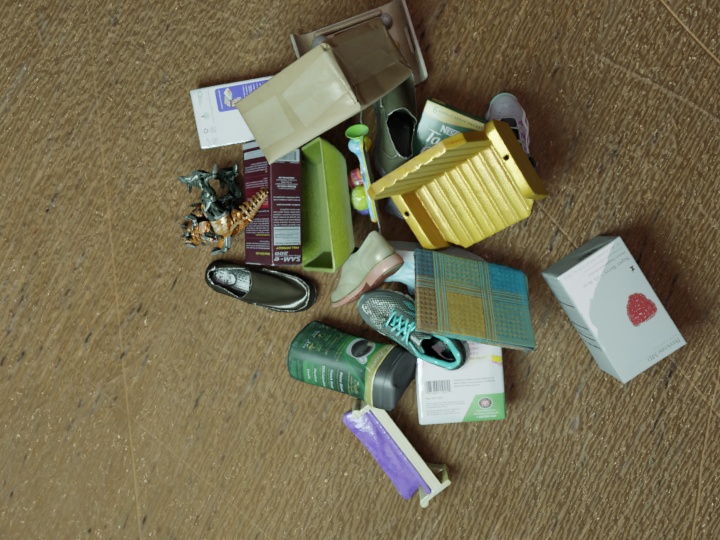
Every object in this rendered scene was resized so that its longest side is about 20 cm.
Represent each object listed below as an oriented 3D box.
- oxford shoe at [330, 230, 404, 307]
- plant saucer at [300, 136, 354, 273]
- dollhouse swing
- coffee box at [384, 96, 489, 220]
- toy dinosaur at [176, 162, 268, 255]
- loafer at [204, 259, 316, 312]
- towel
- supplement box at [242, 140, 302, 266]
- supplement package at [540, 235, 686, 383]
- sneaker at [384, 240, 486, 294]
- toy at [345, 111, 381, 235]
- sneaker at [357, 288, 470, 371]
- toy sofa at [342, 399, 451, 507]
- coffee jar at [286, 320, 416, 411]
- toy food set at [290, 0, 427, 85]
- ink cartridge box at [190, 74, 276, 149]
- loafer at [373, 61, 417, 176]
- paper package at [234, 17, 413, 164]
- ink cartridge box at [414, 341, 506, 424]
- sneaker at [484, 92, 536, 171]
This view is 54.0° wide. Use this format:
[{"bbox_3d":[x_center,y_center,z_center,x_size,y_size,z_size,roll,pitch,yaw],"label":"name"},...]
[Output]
[{"bbox_3d":[0.000,0.000,1.147,0.070,0.200,0.074,-24,80,-39],"label":"oxford shoe"},{"bbox_3d":[-0.059,-0.101,1.133,0.047,0.199,0.202,-7,93,-18],"label":"plant saucer"},{"bbox_3d":[0.140,-0.105,1.038,0.199,0.176,0.183,-28,101,31],"label":"dollhouse swing"},{"bbox_3d":[0.127,-0.167,1.157,0.122,0.044,0.201,24,112,1],"label":"coffee box"},{"bbox_3d":[-0.227,-0.101,1.168,0.198,0.102,0.137,-16,90,15],"label":"toy dinosaur"},{"bbox_3d":[-0.173,0.031,1.195,0.198,0.071,0.074,10,94,2],"label":"loafer"},{"bbox_3d":[0.176,0.046,1.104,0.198,0.022,0.148,11,58,-15],"label":"towel"},{"bbox_3d":[-0.145,-0.111,1.163,0.060,0.108,0.203,-2,95,-33],"label":"supplement box"},{"bbox_3d":[0.408,0.059,1.150,0.121,0.120,0.201,-33,92,3],"label":"supplement package"},{"bbox_3d":[0.113,0.001,1.191,0.198,0.074,0.083,8,111,5],"label":"sneaker"},{"bbox_3d":[0.002,-0.135,1.108,0.047,0.116,0.201,-6,132,3],"label":"toy"},{"bbox_3d":[0.085,0.092,1.097,0.199,0.091,0.078,28,95,4],"label":"sneaker"},{"bbox_3d":[0.057,0.302,1.198,0.097,0.083,0.201,-37,92,3],"label":"toy sofa"},{"bbox_3d":[-0.013,0.154,1.149,0.198,0.104,0.086,15,125,24],"label":"coffee jar"},{"bbox_3d":[-0.002,-0.355,1.170,0.198,0.060,0.145,-19,92,4],"label":"toy food set"},{"bbox_3d":[-0.179,-0.269,1.189,0.198,0.039,0.101,-8,99,5],"label":"ink cartridge box"},{"bbox_3d":[0.064,-0.247,1.111,0.074,0.070,0.202,4,79,-26],"label":"loafer"},{"bbox_3d":[-0.052,-0.265,1.038,0.199,0.191,0.104,-22,105,39],"label":"paper package"},{"bbox_3d":[0.161,0.145,1.183,0.143,0.084,0.202,-4,93,3],"label":"ink cartridge box"},{"bbox_3d":[0.247,-0.191,1.130,0.077,0.140,0.202,-7,94,3],"label":"sneaker"}]
